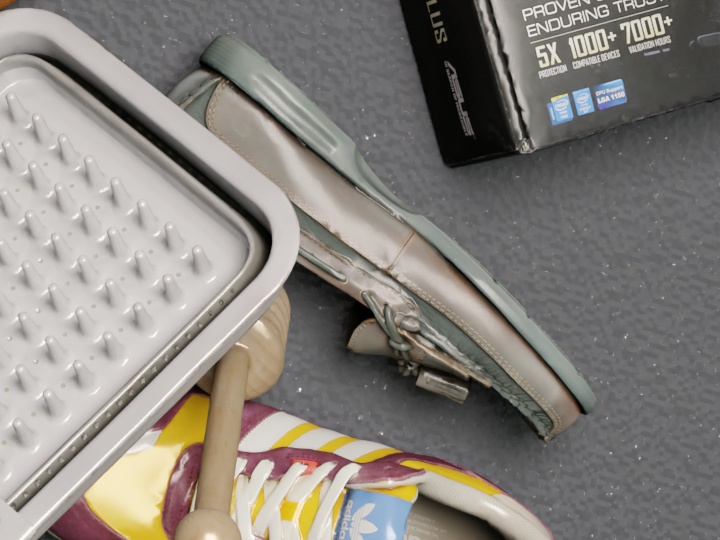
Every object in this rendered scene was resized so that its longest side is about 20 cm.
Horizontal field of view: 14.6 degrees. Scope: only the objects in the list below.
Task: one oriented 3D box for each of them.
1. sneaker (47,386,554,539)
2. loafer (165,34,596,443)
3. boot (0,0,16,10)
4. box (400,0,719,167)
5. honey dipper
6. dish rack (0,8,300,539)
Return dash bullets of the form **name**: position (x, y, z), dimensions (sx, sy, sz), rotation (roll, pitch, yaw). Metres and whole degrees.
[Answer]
- **sneaker**: position (-0.023, 0.086, 1.035), dimensions (0.199, 0.090, 0.075), rotation (10, 86, -17)
- **loafer**: position (0.000, 0.000, 1.061), dimensions (0.200, 0.072, 0.063), rotation (44, 84, -3)
- **boot**: position (-0.100, -0.194, 0.996), dimensions (0.200, 0.069, 0.189), rotation (-23, 133, -14)
- **box**: position (0.114, -0.144, 1.086), dimensions (0.199, 0.086, 0.164), rotation (-15, 93, -17)
- **honey dipper**: position (-0.047, 0.051, 0.976), dimensions (0.038, 0.200, 0.038), rotation (1, 111, 1)
- **dish rack**: position (-0.133, 0.016, 0.994), dimensions (0.172, 0.044, 0.200), rotation (38, 75, 27)
